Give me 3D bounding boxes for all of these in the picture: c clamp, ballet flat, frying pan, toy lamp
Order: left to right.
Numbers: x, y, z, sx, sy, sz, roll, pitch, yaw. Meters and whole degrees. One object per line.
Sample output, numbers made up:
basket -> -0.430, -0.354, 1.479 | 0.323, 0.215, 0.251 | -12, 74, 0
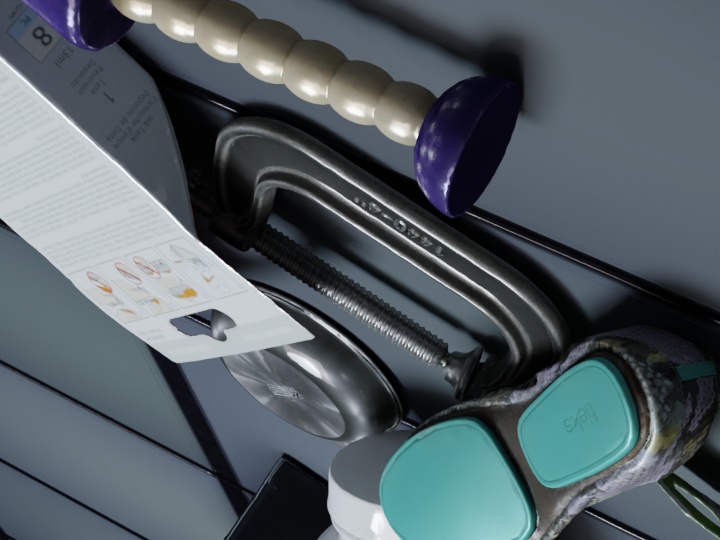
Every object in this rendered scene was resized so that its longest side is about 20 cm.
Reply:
toy lamp -> -0.043, -0.081, 0.745 | 0.200, 0.058, 0.058 | 28, 158, 18
frying pan -> -0.021, 0.072, 1.083 | 0.115, 0.031, 0.190 | 21, 152, 31
c clamp -> 0.000, 0.000, 0.906 | 0.200, 0.027, 0.171 | 31, 153, 11
ballet flat -> 0.082, 0.073, 0.858 | 0.072, 0.072, 0.200 | 39, 148, -11

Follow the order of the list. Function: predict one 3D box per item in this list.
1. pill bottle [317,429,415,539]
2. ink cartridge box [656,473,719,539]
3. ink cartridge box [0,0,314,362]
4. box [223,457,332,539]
pill bottle -> 0.027, 0.186, 1.041 | 0.109, 0.109, 0.200 | 18, 119, 36
ink cartridge box -> 0.173, 0.165, 0.855 | 0.200, 0.076, 0.148 | 37, -175, -7
ink cartridge box -> -0.115, -0.041, 0.945 | 0.200, 0.047, 0.160 | 42, 157, -17
box -> -0.059, 0.222, 1.288 | 0.107, 0.149, 0.200 | 34, 158, 2
